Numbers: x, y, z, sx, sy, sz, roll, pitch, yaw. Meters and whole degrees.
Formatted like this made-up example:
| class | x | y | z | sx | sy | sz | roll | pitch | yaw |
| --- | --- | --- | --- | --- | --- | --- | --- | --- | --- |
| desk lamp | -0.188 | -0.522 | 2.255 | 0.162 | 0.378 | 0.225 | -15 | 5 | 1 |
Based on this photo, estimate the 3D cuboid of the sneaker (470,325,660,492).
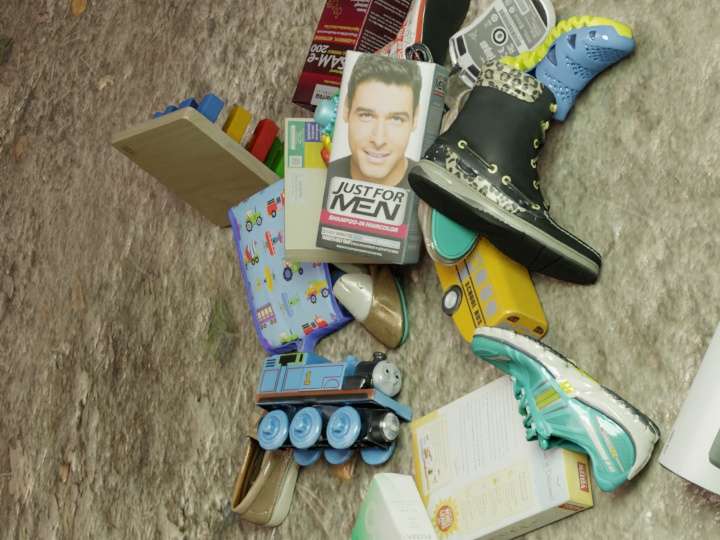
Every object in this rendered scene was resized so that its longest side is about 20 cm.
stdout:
| class | x | y | z | sx | sy | sz | roll | pitch | yaw |
| --- | --- | --- | --- | --- | --- | --- | --- | --- | --- |
| sneaker | 0.166 | 0.115 | 1.208 | 0.199 | 0.077 | 0.080 | 37 | 93 | 34 |

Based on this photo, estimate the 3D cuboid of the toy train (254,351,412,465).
| class | x | y | z | sx | sy | sz | roll | pitch | yaw |
| --- | --- | --- | --- | --- | --- | --- | --- | --- | --- |
| toy train | -0.033 | 0.147 | 1.495 | 0.198 | 0.086 | 0.116 | -8 | 63 | 42 |

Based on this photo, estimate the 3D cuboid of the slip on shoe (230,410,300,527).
| class | x | y | z | sx | sy | sz | roll | pitch | yaw |
| --- | --- | --- | --- | --- | --- | --- | --- | --- | --- |
| slip on shoe | -0.100 | 0.193 | 1.598 | 0.076 | 0.060 | 0.203 | 10 | 82 | 55 |

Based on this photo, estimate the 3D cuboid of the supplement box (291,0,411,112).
| class | x | y | z | sx | sy | sz | roll | pitch | yaw |
| --- | --- | --- | --- | --- | --- | --- | --- | --- | --- |
| supplement box | -0.006 | -0.290 | 1.714 | 0.108 | 0.060 | 0.203 | 18 | 89 | 55 |

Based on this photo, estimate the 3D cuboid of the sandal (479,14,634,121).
| class | x | y | z | sx | sy | sz | roll | pitch | yaw |
| --- | --- | --- | --- | --- | --- | --- | --- | --- | --- |
| sandal | 0.198 | -0.188 | 1.375 | 0.199 | 0.079 | 0.088 | -28 | 57 | 54 |

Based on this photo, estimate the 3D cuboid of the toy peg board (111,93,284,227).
| class | x | y | z | sx | sy | sz | roll | pitch | yaw |
| --- | --- | --- | --- | --- | --- | --- | --- | --- | --- |
| toy peg board | -0.185 | -0.162 | 1.793 | 0.199 | 0.199 | 0.099 | -9 | 50 | 52 |

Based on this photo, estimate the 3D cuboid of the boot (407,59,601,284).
| class | x | y | z | sx | sy | sz | roll | pitch | yaw |
| --- | --- | --- | --- | --- | --- | --- | --- | --- | --- |
| boot | 0.163 | -0.095 | 1.309 | 0.155 | 0.202 | 0.074 | -59 | -2 | -18 |

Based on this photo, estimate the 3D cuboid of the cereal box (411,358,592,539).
| class | x | y | z | sx | sy | sz | roll | pitch | yaw |
| --- | --- | --- | --- | --- | --- | --- | --- | --- | --- |
| cereal box | 0.129 | 0.181 | 1.307 | 0.199 | 0.039 | 0.146 | -31 | 51 | 41 |

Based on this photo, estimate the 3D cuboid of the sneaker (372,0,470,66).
| class | x | y | z | sx | sy | sz | roll | pitch | yaw |
| --- | --- | --- | --- | --- | --- | --- | --- | --- | --- |
| sneaker | 0.060 | -0.273 | 1.608 | 0.107 | 0.067 | 0.204 | 9 | 83 | 53 |

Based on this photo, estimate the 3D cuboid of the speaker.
| class | x | y | z | sx | sy | sz | roll | pitch | yaw |
| --- | --- | --- | --- | --- | --- | --- | --- | --- | --- |
| speaker | 0.309 | 0.075 | 1.079 | 0.081 | 0.081 | 0.202 | 28 | 96 | 55 |

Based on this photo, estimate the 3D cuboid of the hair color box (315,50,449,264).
| class | x | y | z | sx | sy | sz | roll | pitch | yaw |
| --- | --- | --- | --- | --- | --- | --- | --- | --- | --- |
| hair color box | 0.023 | -0.115 | 1.406 | 0.098 | 0.061 | 0.203 | 11 | 94 | 19 |

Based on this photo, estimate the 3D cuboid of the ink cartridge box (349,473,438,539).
| class | x | y | z | sx | sy | sz | roll | pitch | yaw |
| --- | --- | --- | --- | --- | --- | --- | --- | --- | --- |
| ink cartridge box | 0.038 | 0.322 | 1.315 | 0.201 | 0.049 | 0.162 | -113 | 34 | -47 |

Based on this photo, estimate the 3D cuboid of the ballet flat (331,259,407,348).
| class | x | y | z | sx | sy | sz | roll | pitch | yaw |
| --- | --- | --- | --- | --- | --- | --- | --- | --- | --- |
| ballet flat | 0.000 | 0.000 | 1.545 | 0.068 | 0.071 | 0.202 | -52 | 37 | 43 |

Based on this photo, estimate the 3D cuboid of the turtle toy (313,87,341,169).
| class | x | y | z | sx | sy | sz | roll | pitch | yaw |
| --- | --- | --- | --- | --- | --- | --- | --- | --- | --- |
| turtle toy | 0.015 | -0.124 | 1.505 | 0.100 | 0.146 | 0.201 | -31 | 60 | -3 |

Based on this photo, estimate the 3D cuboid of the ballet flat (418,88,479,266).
| class | x | y | z | sx | sy | sz | roll | pitch | yaw |
| --- | --- | --- | --- | --- | --- | --- | --- | --- | --- |
| ballet flat | 0.093 | -0.086 | 1.376 | 0.067 | 0.068 | 0.202 | -29 | 37 | 56 |

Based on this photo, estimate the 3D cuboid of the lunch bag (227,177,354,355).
| class | x | y | z | sx | sy | sz | roll | pitch | yaw |
| --- | --- | --- | --- | --- | --- | --- | --- | --- | --- |
| lunch bag | -0.074 | 0.001 | 1.650 | 0.150 | 0.093 | 0.203 | -24 | 64 | 43 |

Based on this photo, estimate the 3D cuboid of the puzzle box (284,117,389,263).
| class | x | y | z | sx | sy | sz | roll | pitch | yaw |
| --- | --- | --- | --- | --- | --- | --- | --- | --- | --- |
| puzzle box | -0.022 | -0.093 | 1.569 | 0.026 | 0.131 | 0.202 | 96 | 174 | -51 |

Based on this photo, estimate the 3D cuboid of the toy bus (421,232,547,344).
| class | x | y | z | sx | sy | sz | roll | pitch | yaw |
| --- | --- | --- | --- | --- | --- | --- | --- | --- | --- |
| toy bus | 0.120 | -0.005 | 1.391 | 0.078 | 0.065 | 0.202 | -45 | 41 | 30 |

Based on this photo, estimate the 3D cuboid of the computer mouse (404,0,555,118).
| class | x | y | z | sx | sy | sz | roll | pitch | yaw |
| --- | --- | --- | --- | --- | --- | --- | --- | --- | --- |
| computer mouse | 0.136 | -0.234 | 1.491 | 0.199 | 0.044 | 0.111 | -31 | 83 | 34 |
